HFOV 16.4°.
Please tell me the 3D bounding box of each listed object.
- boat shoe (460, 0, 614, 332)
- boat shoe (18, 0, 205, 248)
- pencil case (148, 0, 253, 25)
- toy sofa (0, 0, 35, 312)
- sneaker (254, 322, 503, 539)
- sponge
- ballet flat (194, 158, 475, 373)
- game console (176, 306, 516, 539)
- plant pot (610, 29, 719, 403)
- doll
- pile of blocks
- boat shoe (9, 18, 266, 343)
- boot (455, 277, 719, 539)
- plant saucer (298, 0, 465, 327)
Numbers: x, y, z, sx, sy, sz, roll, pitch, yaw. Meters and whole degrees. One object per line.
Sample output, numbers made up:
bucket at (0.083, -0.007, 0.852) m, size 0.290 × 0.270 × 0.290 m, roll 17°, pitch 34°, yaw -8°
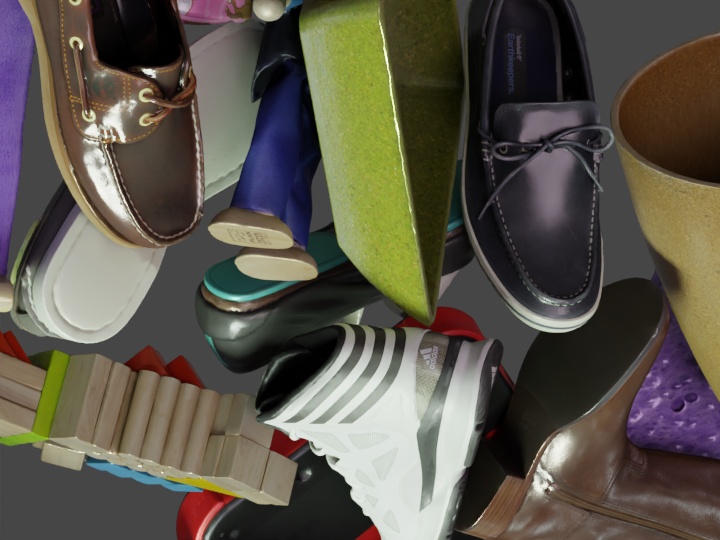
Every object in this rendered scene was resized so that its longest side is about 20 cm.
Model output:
boat shoe at (0.092, -0.067, 1.316) m, size 0.074 × 0.062 × 0.200 m, roll 0°, pitch 73°, yaw -14°
boat shoe at (-0.113, -0.099, 1.187) m, size 0.070 × 0.070 × 0.200 m, roll -38°, pitch 120°, yaw -38°
pencil case at (-0.082, -0.219, 1.238) m, size 0.083 × 0.086 × 0.200 m, roll -3°, pitch 106°, yaw -47°
toy sofa at (-0.199, -0.081, 1.218) m, size 0.083 × 0.098 × 0.200 m, roll 4°, pitch 102°, yaw -24°
sneaker at (0.003, 0.083, 1.292) m, size 0.115 × 0.201 × 0.076 m, roll 15°, pitch 56°, yaw 3°
sponge at (0.219, 0.024, 1.465) m, size 0.111 × 0.030 × 0.200 m, roll 20°, pitch 97°, yaw -26°
ballet flat at (0.000, 0.000, 1.344) m, size 0.200 × 0.068 × 0.068 m, roll -22°, pitch 127°, yaw -22°
game console at (0.010, 0.127, 1.382) m, size 0.200 × 0.031 × 0.177 m, roll -38°, pitch 134°, yaw -4°
plant pot at (0.240, -0.007, 1.363) m, size 0.186 × 0.186 × 0.200 m, roll -21°, pitch 122°, yaw -17°
doll at (-0.032, -0.102, 1.266) m, size 0.136 × 0.048 × 0.200 m, roll 55°, pitch 41°, yaw -61°
pile of blocks at (-0.128, 0.069, 1.297) m, size 0.200 × 0.082 × 0.062 m, roll 16°, pitch 72°, yaw -8°
boat shoe at (-0.110, -0.048, 1.280) m, size 0.072 × 0.060 × 0.202 m, roll 45°, pitch 66°, yaw -24°
boot at (0.167, 0.098, 1.398) m, size 0.200 × 0.064 × 0.186 m, roll 20°, pitch 122°, yaw -37°
plant saucer at (0.011, -0.107, 1.236) m, size 0.048 × 0.200 × 0.200 m, roll -2°, pitch 131°, yaw 10°
